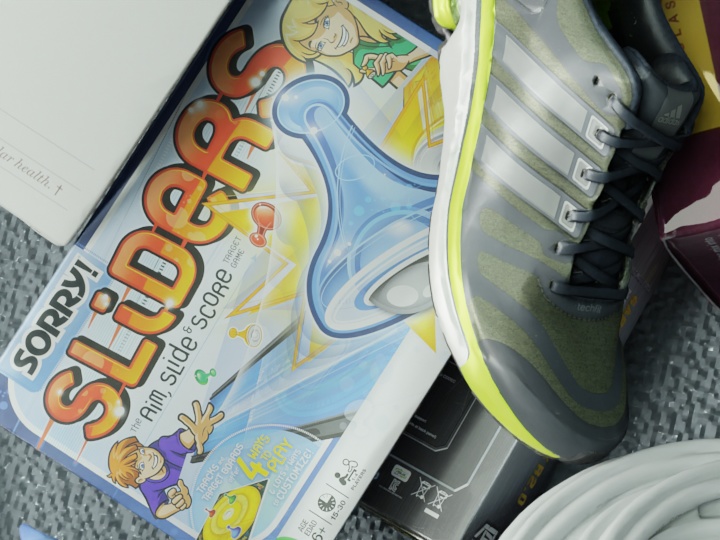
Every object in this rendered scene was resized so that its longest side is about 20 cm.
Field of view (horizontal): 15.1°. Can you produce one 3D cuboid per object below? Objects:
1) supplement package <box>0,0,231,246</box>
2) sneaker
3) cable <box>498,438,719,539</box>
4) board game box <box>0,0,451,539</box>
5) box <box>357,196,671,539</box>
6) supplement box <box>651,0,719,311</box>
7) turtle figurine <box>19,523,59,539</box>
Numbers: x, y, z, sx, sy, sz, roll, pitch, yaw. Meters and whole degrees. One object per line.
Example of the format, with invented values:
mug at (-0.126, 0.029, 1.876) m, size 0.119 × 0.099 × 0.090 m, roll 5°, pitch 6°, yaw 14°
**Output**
supplement package at (-0.093, -0.131, 0.964) m, size 0.117 × 0.117 × 0.200 m, roll 33°, pitch 106°, yaw -9°
sneaker at (0.071, -0.036, 0.900) m, size 0.081 × 0.074 × 0.201 m, roll -7°, pitch 86°, yaw 42°
cable at (0.130, 0.139, 0.872) m, size 0.199 × 0.069 × 0.200 m, roll 9°, pitch 44°, yaw -1°
board game box at (-0.028, 0.001, 0.968) m, size 0.135 × 0.034 × 0.200 m, roll 32°, pitch 86°, yaw 2°
box at (0.000, 0.000, 1.030) m, size 0.200 × 0.048 × 0.159 m, roll 27°, pitch 84°, yaw 24°
supplement box at (0.198, -0.080, 0.952) m, size 0.199 × 0.103 × 0.131 m, roll -16°, pitch 70°, yaw 16°
turtle figurine at (-0.201, 0.171, 0.974) m, size 0.194 × 0.144 × 0.200 m, roll -13°, pitch 45°, yaw 39°
